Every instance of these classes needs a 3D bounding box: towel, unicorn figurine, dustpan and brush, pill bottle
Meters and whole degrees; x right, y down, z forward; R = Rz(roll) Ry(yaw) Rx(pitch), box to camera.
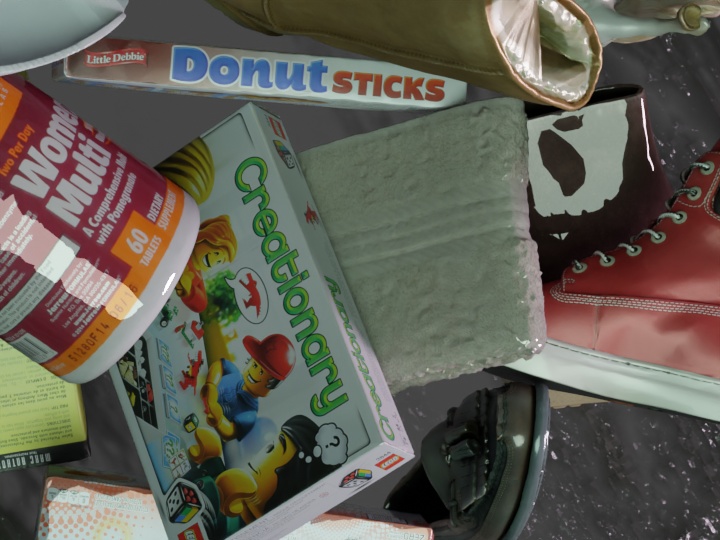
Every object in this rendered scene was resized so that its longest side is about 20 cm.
[{"bbox_3d":[0.000,0.000,1.462,0.199,0.133,0.034,-14,161,28],"label":"towel"},{"bbox_3d":[0.080,-0.148,1.448,0.200,0.137,0.074,32,70,-33],"label":"unicorn figurine"},{"bbox_3d":[-0.208,-0.121,1.307,0.200,0.057,0.140,-40,92,-23],"label":"dustpan and brush"},{"bbox_3d":[-0.183,-0.042,1.393,0.200,0.110,0.110,35,103,-18],"label":"pill bottle"}]

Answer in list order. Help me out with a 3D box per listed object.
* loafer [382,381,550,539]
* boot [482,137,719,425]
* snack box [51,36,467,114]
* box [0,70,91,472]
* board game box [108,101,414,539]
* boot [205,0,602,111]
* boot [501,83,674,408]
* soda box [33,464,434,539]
[{"bbox_3d":[0.053,0.108,1.516,0.063,0.200,0.072,8,67,-4],"label":"loafer"},{"bbox_3d":[0.129,-0.007,1.482,0.199,0.072,0.145,11,87,0],"label":"boot"},{"bbox_3d":[-0.051,-0.097,1.465,0.199,0.072,0.024,4,91,-11],"label":"snack box"},{"bbox_3d":[-0.187,0.004,1.497,0.075,0.050,0.201,-10,114,-4],"label":"box"},{"bbox_3d":[-0.063,0.034,1.448,0.126,0.201,0.035,-33,151,19],"label":"board game box"},{"bbox_3d":[-0.009,-0.140,1.366,0.175,0.199,0.066,22,87,-50],"label":"boot"},{"bbox_3d":[0.156,-0.015,1.532,0.199,0.072,0.167,-9,115,-2],"label":"boot"},{"bbox_3d":[-0.066,0.146,1.493,0.199,0.064,0.069,9,91,-4],"label":"soda box"}]
